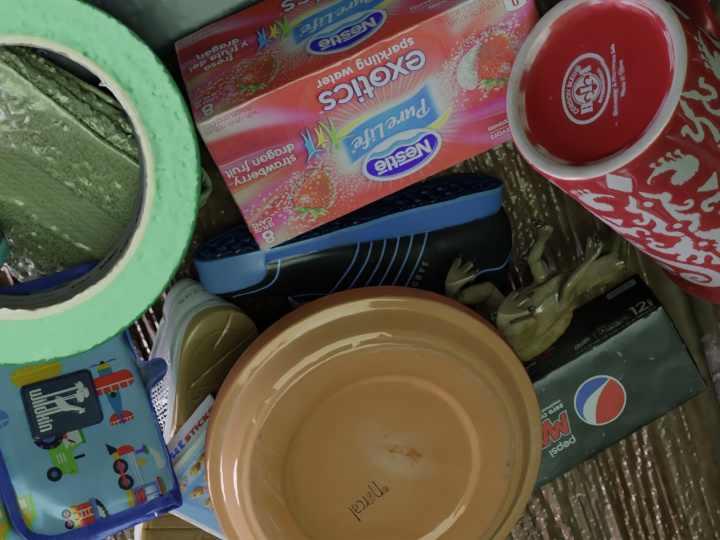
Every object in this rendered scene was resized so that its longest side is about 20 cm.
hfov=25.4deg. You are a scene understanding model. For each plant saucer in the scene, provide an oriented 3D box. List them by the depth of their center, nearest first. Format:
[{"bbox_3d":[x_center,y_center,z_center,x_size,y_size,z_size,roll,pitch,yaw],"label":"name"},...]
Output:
[{"bbox_3d":[0.010,0.108,0.919,0.198,0.032,0.203,-4,112,-9],"label":"plant saucer"}]

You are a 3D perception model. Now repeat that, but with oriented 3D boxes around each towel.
[{"bbox_3d":[-0.200,-0.060,0.934,0.199,0.037,0.148,33,128,-16],"label":"towel"}]

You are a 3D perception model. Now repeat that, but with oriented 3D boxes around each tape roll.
[{"bbox_3d":[-0.186,-0.051,0.863,0.198,0.048,0.203,-2,99,-12],"label":"tape roll"}]

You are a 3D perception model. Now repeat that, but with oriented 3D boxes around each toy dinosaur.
[{"bbox_3d":[0.090,0.032,0.965,0.199,0.058,0.101,-35,146,0],"label":"toy dinosaur"}]

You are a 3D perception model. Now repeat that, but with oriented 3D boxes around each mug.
[{"bbox_3d":[0.166,-0.084,0.902,0.133,0.178,0.199,-45,143,17],"label":"mug"}]

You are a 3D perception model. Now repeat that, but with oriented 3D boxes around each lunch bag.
[{"bbox_3d":[-0.204,0.095,0.925,0.198,0.094,0.152,-20,81,-13],"label":"lunch bag"}]

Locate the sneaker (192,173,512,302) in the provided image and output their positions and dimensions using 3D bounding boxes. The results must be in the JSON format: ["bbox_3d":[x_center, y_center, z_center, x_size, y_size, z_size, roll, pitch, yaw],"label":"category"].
[{"bbox_3d":[0.000,0.000,0.973,0.198,0.070,0.079,-12,109,-10],"label":"sneaker"}]

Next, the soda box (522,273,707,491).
[{"bbox_3d":[0.116,0.089,1.025,0.199,0.063,0.071,-31,109,6],"label":"soda box"}]

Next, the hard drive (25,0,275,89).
[{"bbox_3d":[-0.145,-0.187,0.925,0.198,0.033,0.141,-26,109,4],"label":"hard drive"}]

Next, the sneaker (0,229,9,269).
[{"bbox_3d":[-0.298,-0.036,0.909,0.198,0.078,0.092,9,124,7],"label":"sneaker"}]

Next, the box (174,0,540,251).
[{"bbox_3d":[0.006,-0.110,0.919,0.198,0.095,0.103,-23,129,2],"label":"box"}]

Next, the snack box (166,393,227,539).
[{"bbox_3d":[-0.044,0.150,1.011,0.072,0.024,0.199,-49,128,8],"label":"snack box"}]

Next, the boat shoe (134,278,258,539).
[{"bbox_3d":[-0.110,0.098,1.008,0.070,0.069,0.202,-2,119,-32],"label":"boat shoe"}]
